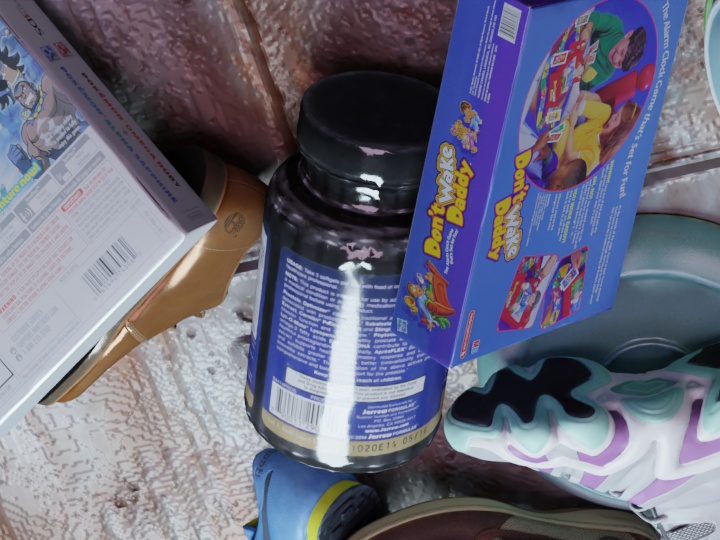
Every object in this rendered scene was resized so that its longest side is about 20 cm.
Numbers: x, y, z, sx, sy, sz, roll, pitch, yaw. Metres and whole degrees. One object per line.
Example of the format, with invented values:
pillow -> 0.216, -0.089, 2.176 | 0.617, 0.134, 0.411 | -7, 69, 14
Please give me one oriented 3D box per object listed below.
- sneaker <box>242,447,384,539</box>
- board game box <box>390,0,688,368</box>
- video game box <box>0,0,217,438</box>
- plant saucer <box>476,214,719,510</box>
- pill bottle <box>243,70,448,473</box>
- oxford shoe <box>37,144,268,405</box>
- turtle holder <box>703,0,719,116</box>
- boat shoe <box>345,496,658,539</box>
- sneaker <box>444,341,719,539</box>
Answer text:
sneaker -> -0.025, 0.183, 1.530 | 0.078, 0.066, 0.200 | 26, 141, 33
board game box -> 0.093, -0.061, 1.304 | 0.045, 0.134, 0.200 | 31, 123, 34
video game box -> -0.202, -0.030, 1.381 | 0.182, 0.047, 0.200 | 49, 117, 4
plant saucer -> 0.165, 0.061, 1.443 | 0.200, 0.027, 0.200 | 3, 121, 4
pill bottle -> 0.000, 0.000, 1.374 | 0.112, 0.112, 0.200 | 9, 122, 1
oxford shoe -> -0.116, 0.016, 1.428 | 0.071, 0.071, 0.200 | 22, 130, -34
turtle holder -> 0.235, -0.090, 1.279 | 0.141, 0.132, 0.186 | 17, 122, -5
boat shoe -> 0.085, 0.180, 1.468 | 0.200, 0.072, 0.072 | 3, 122, -16
sneaker -> 0.152, 0.119, 1.419 | 0.200, 0.078, 0.140 | -5, 120, 10
